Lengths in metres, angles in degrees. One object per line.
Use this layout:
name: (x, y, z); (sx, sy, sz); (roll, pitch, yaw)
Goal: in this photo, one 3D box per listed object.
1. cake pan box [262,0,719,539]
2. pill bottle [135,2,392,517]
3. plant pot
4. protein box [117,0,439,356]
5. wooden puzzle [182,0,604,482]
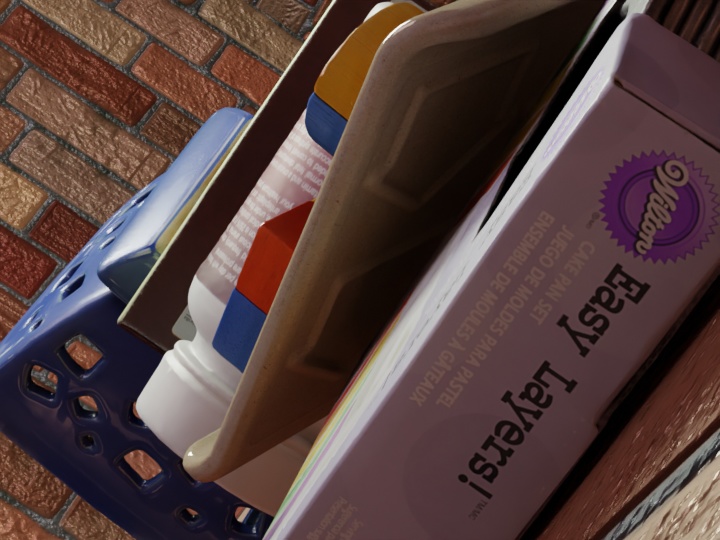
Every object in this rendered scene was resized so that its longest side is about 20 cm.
cake pan box: (0.047, 0.004, 0.563); (0.200, 0.052, 0.184); (-56, 4, 28)
pill bottle: (0.000, 0.000, 0.880); (0.200, 0.114, 0.114); (-56, 2, 4)
plant pot: (-0.079, 0.036, 1.249); (0.180, 0.200, 0.200); (-46, 8, 42)
protein box: (-0.003, -0.022, 1.039); (0.200, 0.135, 0.199); (-56, 2, -1)
wooden puzzle: (0.027, -0.035, 0.691); (0.185, 0.046, 0.200); (-26, -27, -48)
